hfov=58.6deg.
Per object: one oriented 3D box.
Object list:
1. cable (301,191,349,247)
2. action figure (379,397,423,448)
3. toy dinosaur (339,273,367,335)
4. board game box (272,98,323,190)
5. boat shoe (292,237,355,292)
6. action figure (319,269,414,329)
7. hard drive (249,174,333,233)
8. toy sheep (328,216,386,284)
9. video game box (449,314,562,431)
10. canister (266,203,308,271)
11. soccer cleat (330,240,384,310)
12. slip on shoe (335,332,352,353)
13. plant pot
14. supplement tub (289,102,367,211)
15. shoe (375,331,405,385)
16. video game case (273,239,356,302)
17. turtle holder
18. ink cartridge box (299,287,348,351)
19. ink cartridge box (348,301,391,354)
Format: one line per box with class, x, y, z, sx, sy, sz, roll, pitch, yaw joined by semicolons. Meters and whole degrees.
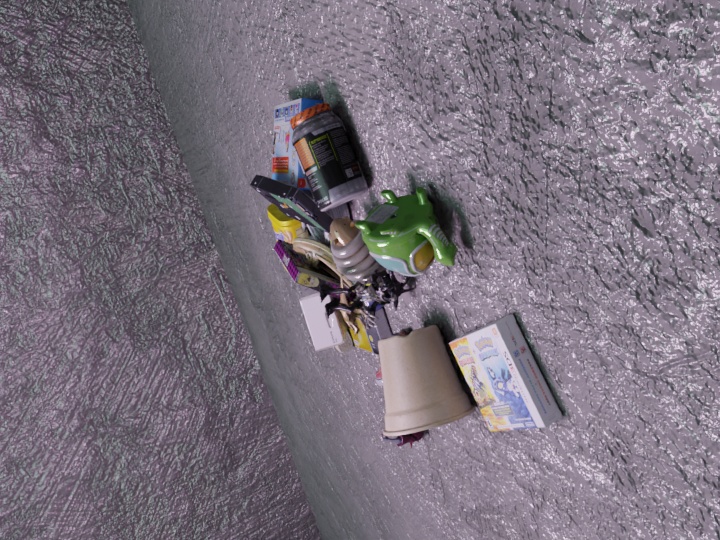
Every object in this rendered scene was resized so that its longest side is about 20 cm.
cable;-0.089;-0.144;1.592;0.200;0.068;0.204;42;147;48
action figure;0.124;0.363;1.595;0.145;0.136;0.203;-7;127;25
toy dinosaur;-0.029;0.102;1.567;0.100;0.058;0.202;38;158;25
board game box;-0.153;-0.293;1.515;0.199;0.054;0.202;-161;72;-64
boat shoe;-0.084;-0.017;1.575;0.197;0.064;0.073;27;164;-2
action figure;0.017;0.059;1.339;0.103;0.194;0.121;-92;-9;-52
hard drive;-0.159;-0.158;1.500;0.139;0.038;0.198;39;171;-40
toy sheep;0.001;-0.039;1.403;0.200;0.139;0.137;45;172;-33
video game box;0.248;0.187;1.130;0.186;0.046;0.200;67;160;9
canister;-0.200;-0.089;1.903;0.148;0.085;0.205;39;147;52
soccer cleat;0.000;0.000;1.505;0.203;0.083;0.065;57;-169;9
slip on shoe;-0.081;0.145;1.873;0.061;0.073;0.205;20;134;66
plant pot;0.117;0.217;1.314;0.200;0.195;0.189;147;109;-69
supplement tub;-0.072;-0.242;1.371;0.205;0.120;0.122;68;159;-3
shoe;0.074;0.208;1.527;0.092;0.071;0.200;56;150;4
video game case;-0.117;-0.001;1.648;0.036;0.178;0.200;-61;31;14
turtle holder;0.094;-0.064;1.162;0.181;0.143;0.134;-10;126;29
ink cartridge box;-0.093;0.105;1.719;0.200;0.085;0.149;-84;-24;-76
ink cartridge box;0.008;0.111;1.650;0.197;0.046;0.205;6;119;67
